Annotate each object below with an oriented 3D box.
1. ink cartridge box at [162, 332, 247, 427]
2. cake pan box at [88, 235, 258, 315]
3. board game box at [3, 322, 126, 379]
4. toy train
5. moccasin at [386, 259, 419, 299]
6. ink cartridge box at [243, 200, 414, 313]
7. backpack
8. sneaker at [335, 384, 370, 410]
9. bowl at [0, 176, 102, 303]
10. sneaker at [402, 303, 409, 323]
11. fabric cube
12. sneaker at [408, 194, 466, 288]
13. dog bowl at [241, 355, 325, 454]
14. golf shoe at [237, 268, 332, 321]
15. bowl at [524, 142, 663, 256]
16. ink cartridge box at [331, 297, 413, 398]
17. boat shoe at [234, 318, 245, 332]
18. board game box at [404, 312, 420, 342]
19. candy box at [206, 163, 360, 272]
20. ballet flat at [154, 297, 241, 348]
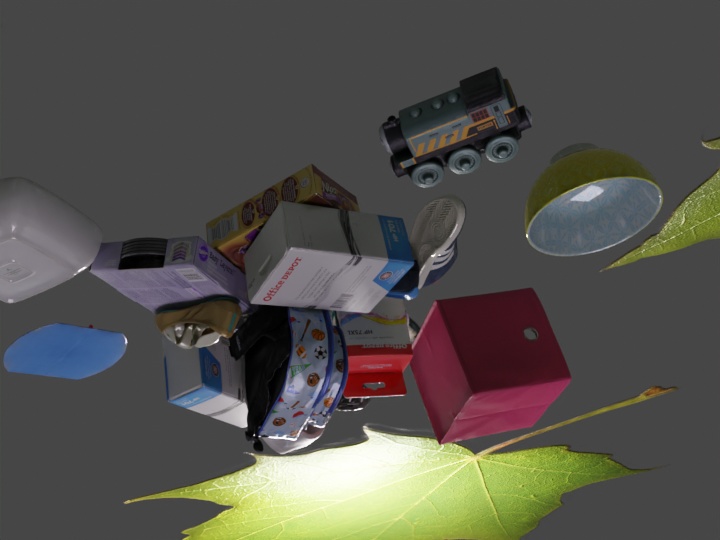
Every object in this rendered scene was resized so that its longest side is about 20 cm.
[{"bbox_3d":[-0.237,0.167,1.670,0.085,0.148,0.200,-24,148,22],"label":"ink cartridge box"},{"bbox_3d":[-0.273,0.013,1.456,0.182,0.053,0.200,-5,155,24],"label":"cake pan box"},{"bbox_3d":[-0.490,0.120,1.635,0.199,0.039,0.158,14,137,-44],"label":"board game box"},{"bbox_3d":[0.121,-0.185,1.283,0.198,0.086,0.114,-18,137,16],"label":"toy train"},{"bbox_3d":[0.000,0.000,1.551,0.197,0.069,0.080,9,172,12],"label":"moccasin"},{"bbox_3d":[-0.047,-0.014,1.393,0.198,0.087,0.147,8,145,-29],"label":"ink cartridge box"},{"bbox_3d":[-0.100,0.140,1.466,0.152,0.202,0.191,1,139,-23],"label":"backpack"},{"bbox_3d":[-0.073,0.223,1.884,0.198,0.075,0.079,10,170,18],"label":"sneaker"},{"bbox_3d":[-0.478,-0.028,1.350,0.198,0.075,0.200,-20,148,18],"label":"bowl"},{"bbox_3d":[-0.009,0.111,1.705,0.198,0.082,0.083,-20,-174,15],"label":"sneaker"},{"bbox_3d":[0.225,0.170,1.773,0.197,0.198,0.201,-6,148,-21],"label":"fabric cube"},{"bbox_3d":[0.126,-0.049,1.532,0.084,0.075,0.201,-15,152,-34],"label":"sneaker"},{"bbox_3d":[-0.124,0.210,1.679,0.058,0.202,0.200,-21,149,21],"label":"dog bowl"},{"bbox_3d":[-0.142,0.044,1.584,0.198,0.097,0.079,20,102,-7],"label":"golf shoe"},{"bbox_3d":[0.326,-0.118,1.429,0.197,0.109,0.201,-8,150,-5],"label":"bowl"},{"bbox_3d":[0.016,0.101,1.604,0.115,0.202,0.067,-1,149,-17],"label":"ink cartridge box"},{"bbox_3d":[-0.163,0.091,1.659,0.198,0.073,0.062,5,148,-30],"label":"boat shoe"},{"bbox_3d":[0.001,0.125,1.814,0.198,0.028,0.135,-22,148,19],"label":"board game box"},{"bbox_3d":[-0.112,-0.067,1.424,0.199,0.057,0.116,-28,145,24],"label":"candy box"},{"bbox_3d":[-0.254,0.086,1.480,0.068,0.064,0.199,24,154,-36],"label":"ballet flat"}]
